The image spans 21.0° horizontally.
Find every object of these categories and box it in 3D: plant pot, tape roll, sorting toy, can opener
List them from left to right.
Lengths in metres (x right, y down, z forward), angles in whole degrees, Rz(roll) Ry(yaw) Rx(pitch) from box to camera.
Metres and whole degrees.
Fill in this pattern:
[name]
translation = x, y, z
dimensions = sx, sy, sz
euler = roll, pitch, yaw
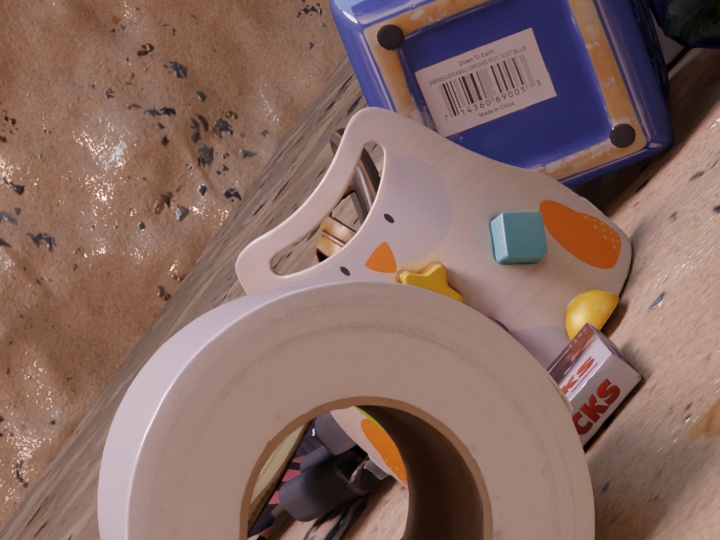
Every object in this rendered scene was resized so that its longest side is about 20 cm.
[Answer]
[tape roll]
translation = -0.012, 0.106, 0.855
dimensions = 0.203, 0.202, 0.139
euler = -52, 8, -8
[can opener]
translation = -0.012, 0.111, 1.258
dimensions = 0.053, 0.067, 0.200
euler = -51, 7, -28
[sorting toy]
translation = 0.031, 0.009, 1.099
dimensions = 0.200, 0.180, 0.107
euler = -50, 9, 5
[plant pot]
translation = 0.087, -0.148, 1.250
dimensions = 0.198, 0.201, 0.180
euler = -20, 24, 10

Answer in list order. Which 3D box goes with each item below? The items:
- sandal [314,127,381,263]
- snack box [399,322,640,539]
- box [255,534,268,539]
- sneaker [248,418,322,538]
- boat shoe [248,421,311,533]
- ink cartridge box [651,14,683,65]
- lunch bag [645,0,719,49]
[sandal]
translation = 0.000, 0.000, 1.272
dimensions = 0.054, 0.202, 0.082
euler = -11, -15, -4
[snack box]
translation = 0.065, 0.116, 0.999
dimensions = 0.200, 0.024, 0.072
euler = -50, 10, 6
[box]
translation = -0.099, 0.264, 1.166
dimensions = 0.161, 0.043, 0.200
euler = -49, 9, 11
[sneaker]
translation = -0.045, 0.120, 1.404
dimensions = 0.200, 0.070, 0.082
euler = -43, -20, 21
[boat shoe]
translation = -0.084, 0.129, 1.228
dimensions = 0.202, 0.063, 0.073
euler = -59, -3, -16
[ink cartridge box]
translation = 0.182, -0.166, 1.413
dimensions = 0.200, 0.068, 0.115
euler = -48, 9, 24
[lunch bag]
translation = 0.251, -0.229, 1.181
dimensions = 0.171, 0.127, 0.200
euler = -54, -4, -5
